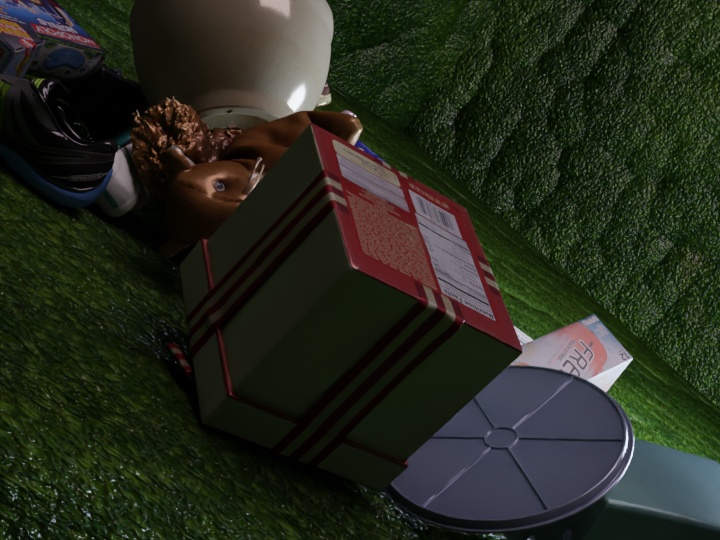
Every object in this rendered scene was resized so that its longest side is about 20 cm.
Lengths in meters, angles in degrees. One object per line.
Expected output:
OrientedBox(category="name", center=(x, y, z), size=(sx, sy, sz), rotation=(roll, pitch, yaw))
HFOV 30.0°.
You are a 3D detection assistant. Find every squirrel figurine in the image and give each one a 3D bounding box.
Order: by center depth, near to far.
OrientedBox(category="squirrel figurine", center=(-0.118, -0.070, 1.166), size=(0.200, 0.142, 0.187), rotation=(21, 25, 30))

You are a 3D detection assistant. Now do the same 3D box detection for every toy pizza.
OrientedBox(category="toy pizza", center=(0.111, 0.141, 1.041), size=(0.200, 0.200, 0.032), rotation=(-127, -158, -57))

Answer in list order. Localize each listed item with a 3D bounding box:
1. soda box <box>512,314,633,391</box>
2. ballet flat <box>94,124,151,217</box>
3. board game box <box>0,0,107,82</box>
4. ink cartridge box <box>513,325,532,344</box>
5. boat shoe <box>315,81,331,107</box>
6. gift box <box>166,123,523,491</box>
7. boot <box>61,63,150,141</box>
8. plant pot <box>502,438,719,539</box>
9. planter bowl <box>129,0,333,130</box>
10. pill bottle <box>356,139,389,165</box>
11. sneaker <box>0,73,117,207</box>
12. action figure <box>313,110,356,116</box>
OrientedBox(category="soda box", center=(0.170, 0.111, 1.307), size=(0.200, 0.068, 0.064), rotation=(-20, 60, -37))
OrientedBox(category="ballet flat", center=(-0.214, -0.090, 1.236), size=(0.069, 0.069, 0.200), rotation=(36, 14, -7))
OrientedBox(category="board game box", center=(-0.357, -0.233, 1.311), size=(0.200, 0.062, 0.200), rotation=(46, 22, 30))
OrientedBox(category="ink cartridge box", center=(0.127, 0.096, 1.466), size=(0.145, 0.084, 0.200), rotation=(37, 10, -4))
OrientedBox(category="boat shoe", center=(-0.128, -0.217, 1.447), size=(0.200, 0.072, 0.072), rotation=(8, 11, 0))
OrientedBox(category="gift box", center=(-0.016, 0.029, 0.972), size=(0.184, 0.187, 0.200), rotation=(29, 28, -29))
OrientedBox(category="boot", center=(-0.232, -0.154, 1.429), size=(0.198, 0.073, 0.162), rotation=(43, 7, 28))
OrientedBox(category="plant pot", center=(0.223, 0.221, 1.097), size=(0.200, 0.141, 0.141), rotation=(24, 15, -31))
OrientedBox(category="planter bowl", center=(-0.123, -0.181, 1.300), size=(0.200, 0.200, 0.135), rotation=(26, 53, -47))
OrientedBox(category="pill bottle", center=(0.002, -0.094, 1.797), size=(0.200, 0.120, 0.120), rotation=(41, 11, 23))
OrientedBox(category="sneaker", center=(-0.285, -0.135, 1.103), size=(0.199, 0.083, 0.071), rotation=(36, 10, -6))
OrientedBox(category="action figure", center=(-0.085, -0.116, 1.443), size=(0.149, 0.134, 0.200), rotation=(2, 18, -9))
